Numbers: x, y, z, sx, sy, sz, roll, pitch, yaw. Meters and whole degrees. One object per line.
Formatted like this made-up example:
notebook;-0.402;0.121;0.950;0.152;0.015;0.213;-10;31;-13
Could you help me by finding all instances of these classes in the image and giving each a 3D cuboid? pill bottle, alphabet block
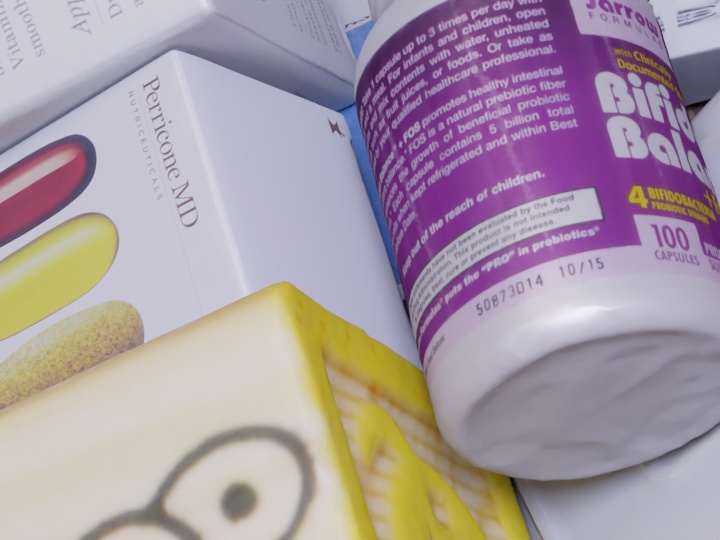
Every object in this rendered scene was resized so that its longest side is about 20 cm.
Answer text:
pill bottle;0.060;-0.039;0.901;0.112;0.112;0.200;-23;58;16
alphabet block;-0.049;0.146;0.862;0.200;0.196;0.196;-23;68;15

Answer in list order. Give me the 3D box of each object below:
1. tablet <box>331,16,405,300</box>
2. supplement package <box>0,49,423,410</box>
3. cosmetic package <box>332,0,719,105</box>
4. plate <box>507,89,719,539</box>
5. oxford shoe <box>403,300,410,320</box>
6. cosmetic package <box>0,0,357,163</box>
tablet;-0.031;-0.026;1.019;0.200;0.014;0.130;-23;55;17
supplement package;-0.097;0.023;0.942;0.200;0.109;0.114;-29;66;25
cosmetic package;0.081;-0.134;1.043;0.200;0.052;0.151;-12;67;29
plate;0.118;0.044;0.917;0.200;0.032;0.200;-45;48;23
oxford shoe;0.000;0.000;1.033;0.200;0.058;0.075;-26;51;12
cosmetic package;-0.135;-0.109;0.981;0.200;0.165;0.165;-24;77;15
